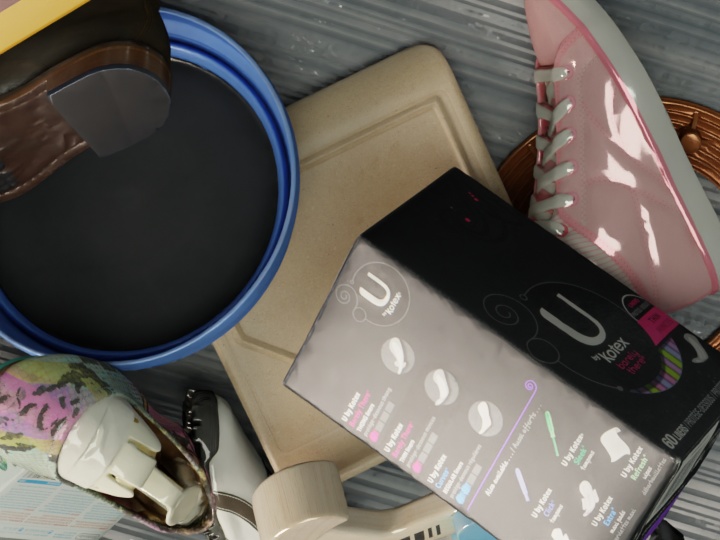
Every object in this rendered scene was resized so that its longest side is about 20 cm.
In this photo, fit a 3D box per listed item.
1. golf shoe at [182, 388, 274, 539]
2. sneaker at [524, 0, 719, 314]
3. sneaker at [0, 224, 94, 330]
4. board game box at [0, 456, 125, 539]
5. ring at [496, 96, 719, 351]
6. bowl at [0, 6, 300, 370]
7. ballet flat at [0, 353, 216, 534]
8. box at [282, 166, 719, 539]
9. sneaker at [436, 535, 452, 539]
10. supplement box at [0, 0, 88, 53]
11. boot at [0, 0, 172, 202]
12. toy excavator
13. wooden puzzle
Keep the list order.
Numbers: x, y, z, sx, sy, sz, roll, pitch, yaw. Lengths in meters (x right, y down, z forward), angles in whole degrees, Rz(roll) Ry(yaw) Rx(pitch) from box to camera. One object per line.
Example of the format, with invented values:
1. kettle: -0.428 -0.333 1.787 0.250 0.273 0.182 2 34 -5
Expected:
1. golf shoe: -0.046 0.145 1.566 0.094 0.078 0.201 -18 121 0
2. sneaker: 0.117 -0.056 1.457 0.104 0.075 0.201 -29 98 -7
3. sneaker: -0.182 0.001 1.494 0.198 0.087 0.076 9 114 -3
4. board game box: -0.223 0.148 1.519 0.200 0.147 0.064 -42 66 14
5. ring: 0.158 -0.001 1.534 0.199 0.019 0.202 0 113 -1
6. bowl: -0.128 -0.041 1.445 0.199 0.039 0.202 -3 74 10
7. ballet flat: -0.126 0.097 1.413 0.071 0.200 0.069 37 88 29
8. box: 0.082 0.056 1.393 0.199 0.122 0.106 35 121 12
9. sneaker: 0.074 0.233 1.608 0.098 0.071 0.202 4 109 -15
10. supplement box: -0.210 -0.225 1.338 0.132 0.200 0.198 -29 110 11
11. boot: -0.186 -0.098 1.429 0.199 0.097 0.075 -14 136 17
12. toy excavator: 0.062 0.136 1.502 0.199 0.100 0.194 -24 149 13
13. wooden puzzle: 0.000 0.000 1.502 0.184 0.037 0.201 -26 98 -1
